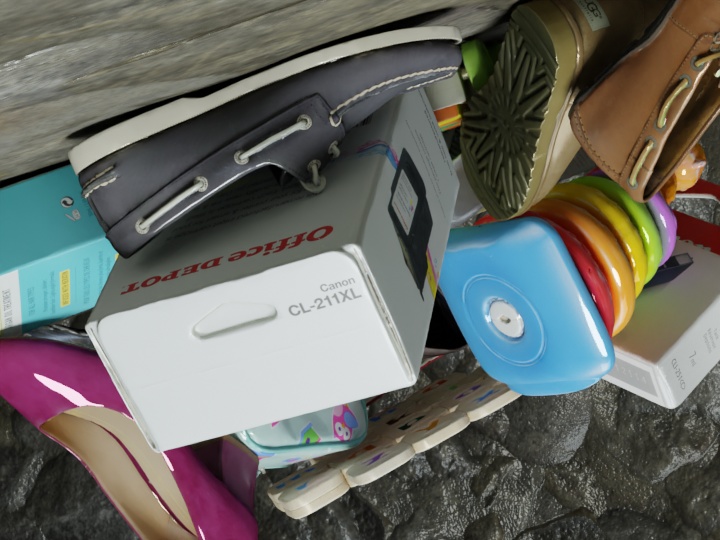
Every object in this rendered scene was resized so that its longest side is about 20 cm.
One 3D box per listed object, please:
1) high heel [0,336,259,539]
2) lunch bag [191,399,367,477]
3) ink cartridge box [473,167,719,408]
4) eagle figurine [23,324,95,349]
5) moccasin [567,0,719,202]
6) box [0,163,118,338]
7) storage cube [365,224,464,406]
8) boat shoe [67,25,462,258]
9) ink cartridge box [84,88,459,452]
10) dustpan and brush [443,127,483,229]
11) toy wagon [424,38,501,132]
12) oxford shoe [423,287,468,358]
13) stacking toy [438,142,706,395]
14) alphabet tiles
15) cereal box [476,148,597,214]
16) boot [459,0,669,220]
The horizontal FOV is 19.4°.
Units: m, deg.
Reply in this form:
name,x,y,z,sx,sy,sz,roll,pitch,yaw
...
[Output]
name,x,y,z,sx,sy,sz,roll,pitch,yaw
high heel,-0.132,0.111,1.159,0.199,0.097,0.067,29,139,-30
lunch bag,-0.071,0.031,1.306,0.077,0.202,0.160,-17,169,28
ink cartridge box,0.174,-0.014,1.342,0.176,0.045,0.199,-43,-138,-22
eagle figurine,-0.126,0.059,1.407,0.151,0.201,0.151,-45,-152,-26
moccasin,0.183,-0.111,1.020,0.201,0.078,0.073,-47,160,30
box,-0.211,0.006,1.112,0.199,0.049,0.082,-21,158,-16
storage cube,-0.032,0.011,1.555,0.170,0.201,0.179,-27,-176,-38
boat shoe,-0.038,-0.063,1.014,0.198,0.063,0.073,-20,177,-2
ink cartridge box,-0.038,-0.010,1.062,0.145,0.083,0.200,-16,-153,18
dustpan and brush,0.044,-0.053,1.285,0.139,0.057,0.201,-29,-157,31
toy wagon,0.016,-0.092,1.250,0.154,0.040,0.200,-19,179,14
oxford shoe,0.000,0.000,1.273,0.072,0.072,0.200,11,167,37
stacking toy,0.146,-0.022,1.265,0.200,0.110,0.116,-39,-162,-35
alphabet tiles,0.034,0.104,1.367,0.199,0.015,0.196,-29,-175,-11
cereal box,0.134,-0.103,1.386,0.199,0.040,0.144,-20,-157,48
boot,0.165,-0.109,1.160,0.199,0.066,0.175,-18,158,-23
